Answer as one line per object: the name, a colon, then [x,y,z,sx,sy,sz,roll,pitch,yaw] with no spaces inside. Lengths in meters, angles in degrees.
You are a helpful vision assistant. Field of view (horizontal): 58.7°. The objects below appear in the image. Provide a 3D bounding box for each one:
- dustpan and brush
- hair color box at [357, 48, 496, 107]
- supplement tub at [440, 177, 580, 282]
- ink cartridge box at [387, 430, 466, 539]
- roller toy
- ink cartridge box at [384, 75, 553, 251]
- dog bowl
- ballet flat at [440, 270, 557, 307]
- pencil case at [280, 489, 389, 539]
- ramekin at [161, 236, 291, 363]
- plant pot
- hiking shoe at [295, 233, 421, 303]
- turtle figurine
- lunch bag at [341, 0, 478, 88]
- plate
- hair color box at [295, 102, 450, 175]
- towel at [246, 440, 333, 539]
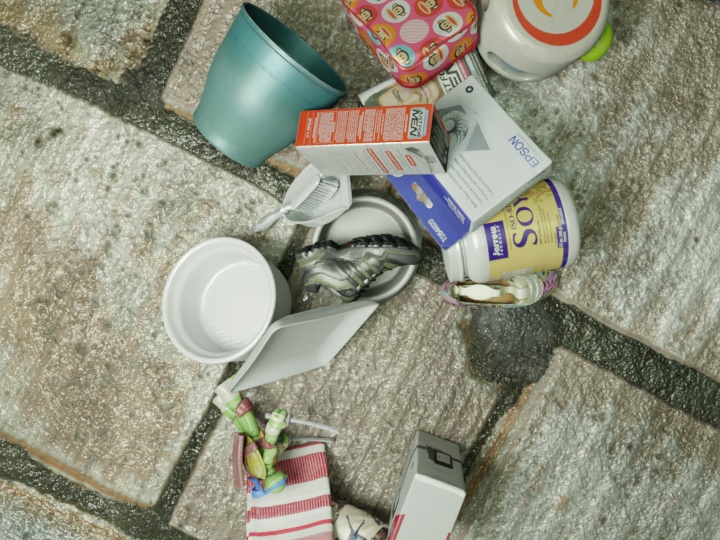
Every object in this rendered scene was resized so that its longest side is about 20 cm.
dustpan and brush: [-0.103,-0.109,1.055,0.057,0.140,0.200,25,132,-34]
hair color box: [0.106,-0.282,1.042,0.200,0.061,0.099,-25,95,5]
supplement tub: [0.230,-0.060,1.018,0.199,0.145,0.146,-11,95,3]
ink cartridge box: [0.105,0.368,1.041,0.083,0.200,0.146,19,96,4]
roller toy: [0.270,-0.394,0.986,0.182,0.140,0.200,-20,93,-7]
ink cartridge box: [0.148,-0.164,0.964,0.200,0.041,0.200,-38,68,6]
dog bowl: [0.008,-0.036,1.072,0.199,0.059,0.201,0,96,3]
ballet flat: [0.235,0.033,1.065,0.199,0.071,0.069,-4,96,2]
pencil case: [-0.050,0.429,1.077,0.200,0.089,0.078,16,123,28]
ramekin: [-0.210,0.054,1.040,0.200,0.098,0.201,-4,76,17]
plant pot: [-0.153,-0.270,0.993,0.200,0.200,0.188,42,110,-3]
hiking shoe: [0.000,0.000,1.019,0.199,0.076,0.101,-4,107,9]
turtle figurine: [-0.148,0.255,1.075,0.200,0.144,0.194,-41,78,5]
lunch bag: [0.086,-0.400,0.990,0.176,0.082,0.200,-35,69,2]
plate: [-0.094,0.112,1.001,0.032,0.200,0.200,60,136,21]
hair color box: [0.020,-0.187,0.934,0.199,0.111,0.064,3,77,21]
towel: [-0.120,0.386,1.066,0.144,0.200,0.023,-12,136,3]
